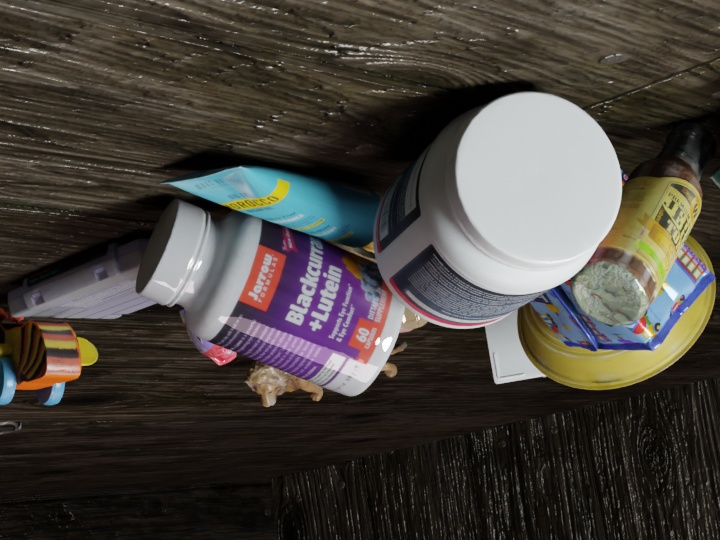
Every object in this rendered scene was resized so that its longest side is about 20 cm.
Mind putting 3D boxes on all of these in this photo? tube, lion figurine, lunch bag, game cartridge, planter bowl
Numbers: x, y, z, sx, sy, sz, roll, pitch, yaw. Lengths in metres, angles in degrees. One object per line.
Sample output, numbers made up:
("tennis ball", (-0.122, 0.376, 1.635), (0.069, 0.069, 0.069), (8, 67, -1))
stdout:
("tube", (-0.058, -0.057, 1.240), (0.077, 0.051, 0.200), (-14, 164, 34))
("lion figurine", (-0.046, 0.119, 2.098), (0.200, 0.073, 0.122), (-26, 152, 11))
("lunch bag", (0.185, -0.007, 1.407), (0.094, 0.151, 0.200), (-46, -170, -21))
("game cartridge", (-0.216, 0.007, 1.463), (0.200, 0.039, 0.129), (-19, 161, 41))
("planter bowl", (0.231, 0.008, 1.536), (0.200, 0.201, 0.084), (-13, 139, 21))

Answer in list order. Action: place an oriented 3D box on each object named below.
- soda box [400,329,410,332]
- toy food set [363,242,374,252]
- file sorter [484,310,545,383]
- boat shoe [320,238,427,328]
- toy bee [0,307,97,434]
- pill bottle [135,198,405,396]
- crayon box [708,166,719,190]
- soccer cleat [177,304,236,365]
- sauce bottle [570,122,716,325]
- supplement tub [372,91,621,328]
("soda box", (-0.034, 0.038, 1.679), (0.199, 0.064, 0.068), (-6, 169, -17))
("toy food set", (0.000, 0.000, 1.519), (0.199, 0.061, 0.144), (-9, 169, 0))
("file sorter", (0.230, 0.039, 1.705), (0.199, 0.139, 0.125), (-10, 172, 5))
("boat shoe", (-0.028, 0.002, 1.407), (0.200, 0.072, 0.065), (18, 174, -26))
("toy bee", (-0.333, 0.079, 1.540), (0.200, 0.109, 0.131), (-22, 159, 31))
("pill bottle", (-0.073, 0.017, 1.292), (0.200, 0.112, 0.111), (22, 158, -17))
("crayon box", (0.354, -0.044, 1.322), (0.051, 0.127, 0.200), (-43, 169, 14))
("soccer cleat", (-0.138, 0.049, 1.567), (0.068, 0.073, 0.200), (-26, 176, -11))
("sauce bottle", (0.223, -0.043, 1.229), (0.065, 0.065, 0.200), (-20, -153, 45))
("supplement tub", (0.097, -0.041, 1.183), (0.140, 0.141, 0.200), (-6, 169, -16))
